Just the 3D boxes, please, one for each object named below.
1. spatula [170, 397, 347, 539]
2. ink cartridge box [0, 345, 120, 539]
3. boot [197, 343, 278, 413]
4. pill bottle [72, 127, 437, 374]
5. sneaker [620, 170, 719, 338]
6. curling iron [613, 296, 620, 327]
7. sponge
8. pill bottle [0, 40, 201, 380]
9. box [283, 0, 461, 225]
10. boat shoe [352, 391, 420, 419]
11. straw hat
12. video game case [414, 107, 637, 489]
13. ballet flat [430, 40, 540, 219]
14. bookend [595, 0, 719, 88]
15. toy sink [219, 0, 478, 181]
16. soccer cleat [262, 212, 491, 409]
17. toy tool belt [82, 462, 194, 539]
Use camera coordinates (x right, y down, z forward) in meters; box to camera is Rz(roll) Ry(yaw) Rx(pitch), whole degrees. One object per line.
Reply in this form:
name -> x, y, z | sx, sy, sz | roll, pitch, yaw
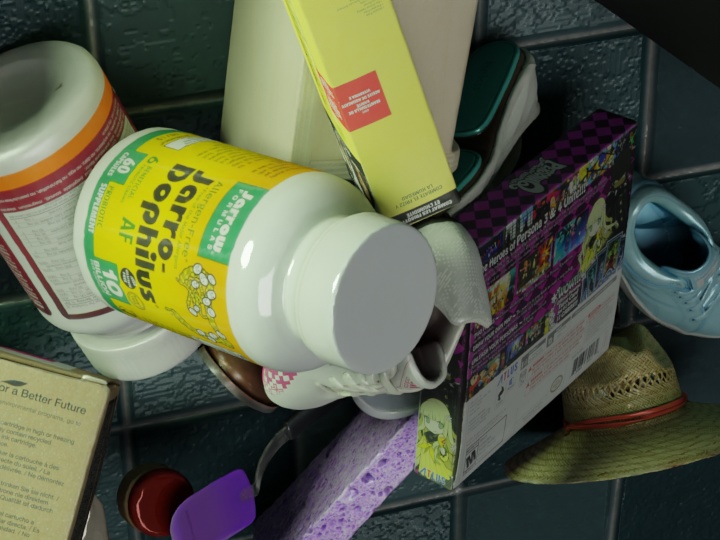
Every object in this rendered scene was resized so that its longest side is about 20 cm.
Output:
spatula -> -0.056, 0.121, 1.466 | 0.200, 0.021, 0.057 | -45, 141, -32
ink cartridge box -> -0.262, 0.119, 1.316 | 0.200, 0.075, 0.165 | 16, 89, 2
boot -> 0.000, 0.000, 1.392 | 0.200, 0.064, 0.186 | -44, 170, 16
pill bottle -> -0.058, -0.007, 1.204 | 0.113, 0.200, 0.113 | -20, 118, -42
sneaker -> 0.220, -0.001, 1.499 | 0.200, 0.082, 0.074 | 35, 91, -37
curling iron -> 0.097, 0.058, 1.535 | 0.200, 0.026, 0.050 | -26, 132, -3
sponge -> -0.009, 0.145, 1.490 | 0.030, 0.112, 0.200 | 38, 111, -12
pill bottle -> -0.167, -0.032, 1.312 | 0.109, 0.110, 0.200 | -28, 130, -1
box -> -0.003, -0.119, 1.173 | 0.050, 0.075, 0.200 | -24, 130, -4
boat shoe -> 0.062, 0.032, 1.441 | 0.200, 0.070, 0.066 | -49, 172, -26
straw hat -> 0.181, 0.083, 1.522 | 0.201, 0.201, 0.085 | -13, 95, -13
video game case -> 0.106, 0.016, 1.373 | 0.200, 0.036, 0.182 | -37, 141, -44
ballet flat -> 0.064, -0.060, 1.346 | 0.200, 0.069, 0.070 | -57, 141, -36
bookend -> 0.262, -0.171, 1.381 | 0.200, 0.199, 0.092 | 37, 111, 9
toy sink -> -0.006, -0.125, 1.297 | 0.112, 0.130, 0.200 | -4, 124, -20
soccer cleat -> 0.006, 0.046, 1.269 | 0.070, 0.086, 0.200 | -2, 150, -36
toy tool belt -> -0.222, 0.163, 1.444 | 0.200, 0.123, 0.125 | -17, 106, -23
